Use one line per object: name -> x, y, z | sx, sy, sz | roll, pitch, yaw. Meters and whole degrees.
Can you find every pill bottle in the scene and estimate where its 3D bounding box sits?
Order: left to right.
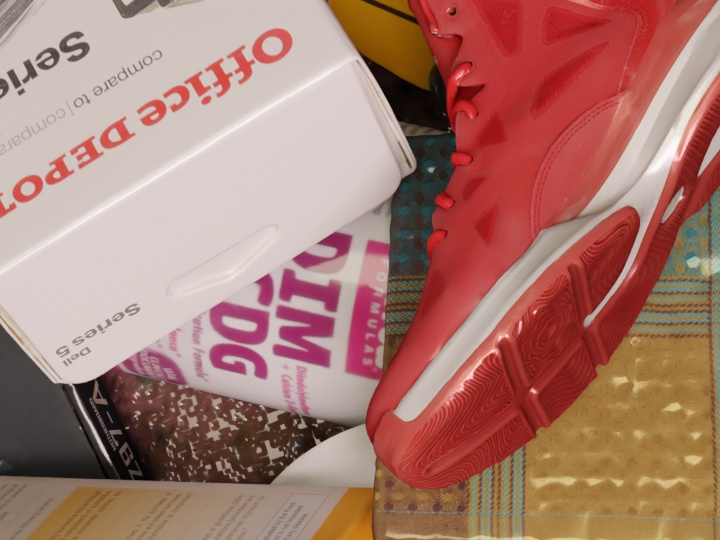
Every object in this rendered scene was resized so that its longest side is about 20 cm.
pill bottle -> 0.000, 0.000, 0.920 | 0.199, 0.113, 0.114 | 12, 89, 12

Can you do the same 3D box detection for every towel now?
towel -> 0.105, 0.024, 0.825 | 0.198, 0.022, 0.148 | 0, 73, 12

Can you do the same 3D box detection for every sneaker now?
sneaker -> 0.043, -0.031, 0.813 | 0.115, 0.078, 0.200 | 33, 71, 26

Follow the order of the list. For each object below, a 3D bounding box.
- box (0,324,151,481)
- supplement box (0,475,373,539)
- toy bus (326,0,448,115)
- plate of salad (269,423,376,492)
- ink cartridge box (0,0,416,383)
box -> -0.184, 0.099, 0.968 | 0.199, 0.044, 0.161 | -24, 96, 9
supplement box -> -0.100, 0.128, 0.856 | 0.199, 0.126, 0.074 | 0, 110, 19
toy bus -> 0.089, -0.083, 0.892 | 0.199, 0.065, 0.079 | 24, 134, 17
plate of salad -> 0.044, 0.141, 0.909 | 0.199, 0.048, 0.201 | 6, 109, 16
ink cartridge box -> -0.093, -0.086, 0.860 | 0.145, 0.084, 0.201 | -31, 60, -1
